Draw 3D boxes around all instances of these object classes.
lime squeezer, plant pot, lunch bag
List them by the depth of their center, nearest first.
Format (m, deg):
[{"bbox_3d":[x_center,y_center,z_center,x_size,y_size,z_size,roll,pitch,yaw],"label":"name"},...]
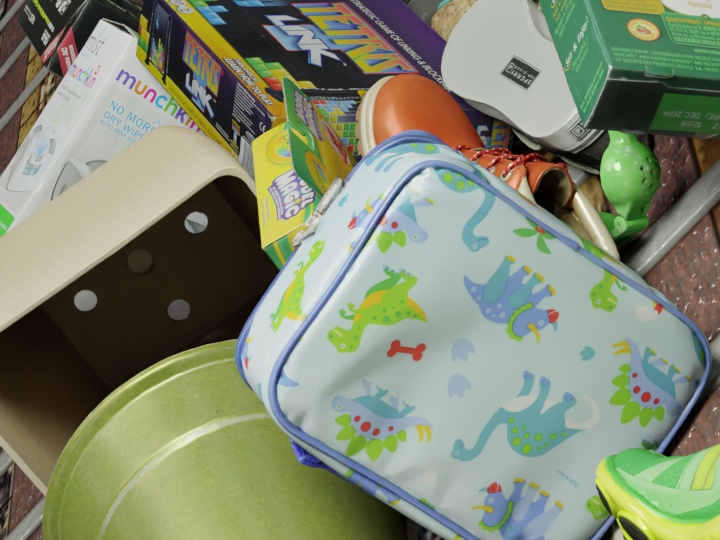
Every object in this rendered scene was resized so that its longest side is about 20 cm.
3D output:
[{"bbox_3d":[0.051,0.043,1.237,0.161,0.200,0.082,-56,22,4],"label":"lunch bag"},{"bbox_3d":[-0.042,0.169,1.325,0.200,0.200,0.190,-52,36,14],"label":"plant pot"},{"bbox_3d":[0.120,-0.037,1.373,0.038,0.070,0.201,-33,-38,-53],"label":"lime squeezer"},{"bbox_3d":[-0.114,0.032,1.514,0.199,0.200,0.177,-35,28,4],"label":"plant pot"}]

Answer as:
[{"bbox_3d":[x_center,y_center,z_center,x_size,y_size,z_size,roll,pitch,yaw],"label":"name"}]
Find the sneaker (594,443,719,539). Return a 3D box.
[{"bbox_3d":[0.167,0.105,1.111,0.083,0.074,0.200,-37,14,-15],"label":"sneaker"}]

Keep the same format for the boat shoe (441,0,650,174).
[{"bbox_3d":[0.105,-0.102,1.489,0.071,0.064,0.200,-49,28,7],"label":"boat shoe"}]

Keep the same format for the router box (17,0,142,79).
[{"bbox_3d":[-0.141,-0.140,1.872,0.062,0.200,0.150,-57,22,8],"label":"router box"}]

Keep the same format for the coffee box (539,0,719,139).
[{"bbox_3d":[0.151,-0.147,1.332,0.200,0.122,0.044,-105,27,-43],"label":"coffee box"}]

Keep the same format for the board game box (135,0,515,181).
[{"bbox_3d":[-0.023,-0.115,1.581,0.200,0.165,0.057,47,135,50],"label":"board game box"}]

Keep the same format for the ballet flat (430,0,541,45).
[{"bbox_3d":[0.117,-0.162,1.572,0.200,0.070,0.066,-32,60,51],"label":"ballet flat"}]

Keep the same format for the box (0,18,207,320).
[{"bbox_3d":[-0.127,-0.037,1.713,0.177,0.200,0.097,-56,23,0],"label":"box"}]

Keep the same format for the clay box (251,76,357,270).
[{"bbox_3d":[0.000,0.000,1.398,0.047,0.200,0.115,-31,29,13],"label":"clay box"}]

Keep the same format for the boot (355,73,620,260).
[{"bbox_3d":[0.070,-0.043,1.374,0.200,0.075,0.107,61,139,26],"label":"boot"}]

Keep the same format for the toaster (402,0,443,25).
[{"bbox_3d":[-0.020,-0.220,1.736,0.181,0.200,0.119,-48,20,21],"label":"toaster"}]
